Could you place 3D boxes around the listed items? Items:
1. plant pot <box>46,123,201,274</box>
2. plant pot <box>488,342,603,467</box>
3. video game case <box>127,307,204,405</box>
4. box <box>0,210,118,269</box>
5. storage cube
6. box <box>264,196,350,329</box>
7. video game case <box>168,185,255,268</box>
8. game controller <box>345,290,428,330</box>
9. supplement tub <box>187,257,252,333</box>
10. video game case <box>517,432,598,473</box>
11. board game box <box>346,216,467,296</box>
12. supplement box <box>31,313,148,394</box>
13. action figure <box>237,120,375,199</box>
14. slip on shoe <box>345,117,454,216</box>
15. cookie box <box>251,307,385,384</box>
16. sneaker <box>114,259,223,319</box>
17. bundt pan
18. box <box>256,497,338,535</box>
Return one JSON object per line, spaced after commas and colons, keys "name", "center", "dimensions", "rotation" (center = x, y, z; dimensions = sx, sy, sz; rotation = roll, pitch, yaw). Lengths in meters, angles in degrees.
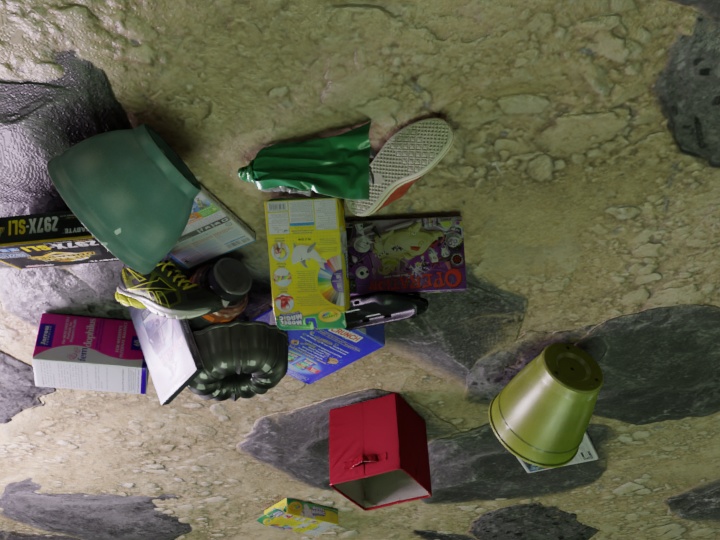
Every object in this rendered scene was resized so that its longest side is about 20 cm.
{"name": "plant pot", "center": [-0.304, -0.114, 1.184], "dimensions": [0.134, 0.200, 0.200], "rotation": [-38, 137, 2]}
{"name": "plant pot", "center": [0.386, 0.253, 1.730], "dimensions": [0.199, 0.201, 0.193], "rotation": [9, 130, -16]}
{"name": "video game case", "center": [-0.333, 0.108, 1.464], "dimensions": [0.019, 0.201, 0.143], "rotation": [-5, 153, -42]}
{"name": "box", "center": [-0.456, -0.046, 1.315], "dimensions": [0.199, 0.050, 0.160], "rotation": [-5, 167, 2]}
{"name": "storage cube", "center": [0.043, 0.396, 1.891], "dimensions": [0.170, 0.180, 0.200], "rotation": [-18, 140, 20]}
{"name": "box", "center": [-0.078, -0.010, 1.320], "dimensions": [0.117, 0.201, 0.048], "rotation": [-1, -172, 11]}
{"name": "video game case", "center": [-0.279, -0.080, 1.356], "dimensions": [0.143, 0.018, 0.200], "rotation": [-20, 141, 23]}
{"name": "game controller", "center": [0.014, 0.061, 1.402], "dimensions": [0.104, 0.042, 0.200], "rotation": [24, 155, -35]}
{"name": "supplement tub", "center": [-0.260, 0.059, 1.471], "dimensions": [0.107, 0.107, 0.200], "rotation": [20, 138, -28]}
{"name": "video game case", "center": [0.467, 0.431, 2.099], "dimensions": [0.181, 0.023, 0.200], "rotation": [-16, 143, 17]}
{"name": "board game box", "center": [0.065, -0.022, 1.372], "dimensions": [0.199, 0.121, 0.032], "rotation": [-3, 173, 0]}
{"name": "supplement box", "center": [-0.488, 0.154, 1.590], "dimensions": [0.199, 0.102, 0.104], "rotation": [5, 143, -11]}
{"name": "action figure", "center": [-0.080, -0.145, 1.226], "dimensions": [0.199, 0.119, 0.055], "rotation": [-2, 157, 13]}
{"name": "slip on shoe", "center": [0.060, -0.150, 1.253], "dimensions": [0.200, 0.074, 0.061], "rotation": [-41, 164, 33]}
{"name": "cookie box", "center": [-0.082, 0.117, 1.587], "dimensions": [0.200, 0.075, 0.171], "rotation": [-29, 136, 33]}
{"name": "sneaker", "center": [-0.308, 0.025, 1.375], "dimensions": [0.199, 0.085, 0.074], "rotation": [9, -169, 22]}
{"name": "bundt pan", "center": [-0.216, 0.166, 1.490], "dimensions": [0.201, 0.076, 0.202], "rotation": [-9, 150, -5]}
{"name": "box", "center": [-0.173, 0.673, 2.368], "dimensions": [0.199, 0.049, 0.117], "rotation": [21, 138, -33]}
